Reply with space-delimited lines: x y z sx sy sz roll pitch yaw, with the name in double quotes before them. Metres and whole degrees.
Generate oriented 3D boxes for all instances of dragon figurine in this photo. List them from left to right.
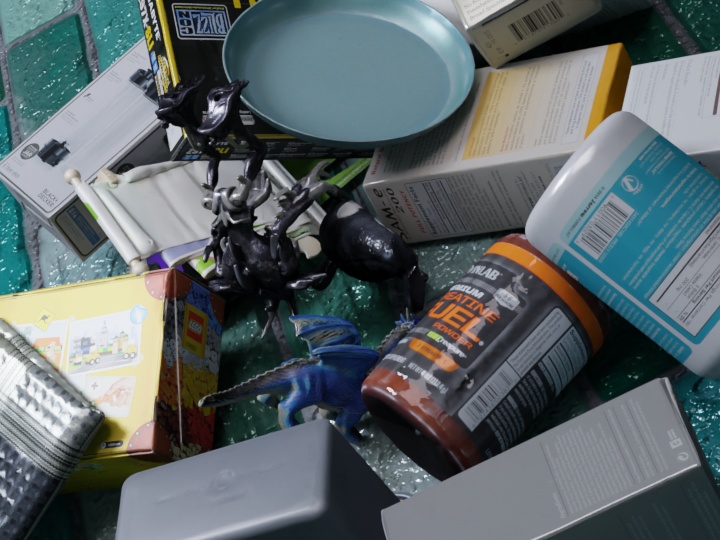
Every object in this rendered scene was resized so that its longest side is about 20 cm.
"dragon figurine" -0.024 0.068 1.299 0.059 0.200 0.100 49 121 53

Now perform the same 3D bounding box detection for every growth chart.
"growth chart" -0.122 -0.047 1.470 0.200 0.018 0.145 -11 51 -31

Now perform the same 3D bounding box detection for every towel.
"towel" -0.304 0.139 1.384 0.200 0.035 0.193 35 92 34

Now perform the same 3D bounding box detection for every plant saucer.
"plant saucer" -0.010 -0.159 1.440 0.200 0.027 0.200 3 45 -3

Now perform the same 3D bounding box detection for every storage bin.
"storage bin" -0.065 0.192 1.200 0.200 0.134 0.146 -18 41 18

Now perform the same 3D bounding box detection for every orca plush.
"orca plush" 0.000 0.000 1.381 0.071 0.105 0.200 -46 28 -1

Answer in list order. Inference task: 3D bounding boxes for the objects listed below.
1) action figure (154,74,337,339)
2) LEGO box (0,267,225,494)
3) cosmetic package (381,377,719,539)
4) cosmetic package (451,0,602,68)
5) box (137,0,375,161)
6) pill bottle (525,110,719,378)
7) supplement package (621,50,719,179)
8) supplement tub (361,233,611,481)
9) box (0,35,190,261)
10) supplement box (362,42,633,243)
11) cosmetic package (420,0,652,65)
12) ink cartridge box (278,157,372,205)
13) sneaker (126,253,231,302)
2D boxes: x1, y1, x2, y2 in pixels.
"action figure" -0.077 -0.052 1.372 0.119 0.200 0.102 1 31 41
"LEGO box" -0.214 0.091 1.414 0.200 0.077 0.149 -8 65 27
"cosmetic package" 0.126 0.164 1.125 0.200 0.107 0.090 -23 40 9
"cosmetic package" 0.104 -0.275 1.453 0.105 0.071 0.200 -29 60 11
"box" -0.075 -0.172 1.500 0.049 0.200 0.160 -45 53 54
"pill bottle" 0.215 -0.005 1.184 0.200 0.111 0.111 39 72 9
"supplement package" 0.292 -0.086 1.267 0.200 0.114 0.110 -8 43 28
"supplement tub" 0.101 0.048 1.261 0.200 0.107 0.107 -46 41 -16
"box" -0.202 -0.113 1.550 0.200 0.060 0.117 -44 43 -12
"supplement box" 0.115 -0.098 1.427 0.200 0.074 0.126 -7 43 28
"cosmetic package" 0.132 -0.246 1.532 0.200 0.085 0.108 -16 82 20
"ink cartridge box" -0.058 -0.150 1.596 0.148 0.076 0.200 -40 38 -9
"sneaker" -0.148 -0.029 1.543 0.099 0.070 0.200 -21 46 7
